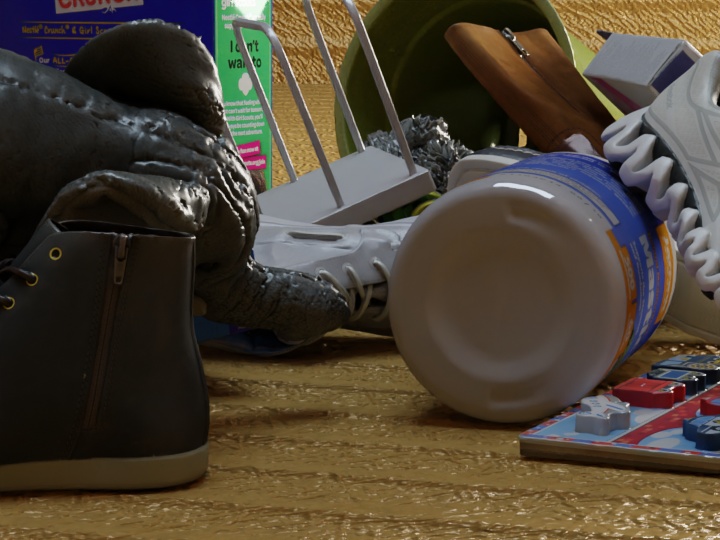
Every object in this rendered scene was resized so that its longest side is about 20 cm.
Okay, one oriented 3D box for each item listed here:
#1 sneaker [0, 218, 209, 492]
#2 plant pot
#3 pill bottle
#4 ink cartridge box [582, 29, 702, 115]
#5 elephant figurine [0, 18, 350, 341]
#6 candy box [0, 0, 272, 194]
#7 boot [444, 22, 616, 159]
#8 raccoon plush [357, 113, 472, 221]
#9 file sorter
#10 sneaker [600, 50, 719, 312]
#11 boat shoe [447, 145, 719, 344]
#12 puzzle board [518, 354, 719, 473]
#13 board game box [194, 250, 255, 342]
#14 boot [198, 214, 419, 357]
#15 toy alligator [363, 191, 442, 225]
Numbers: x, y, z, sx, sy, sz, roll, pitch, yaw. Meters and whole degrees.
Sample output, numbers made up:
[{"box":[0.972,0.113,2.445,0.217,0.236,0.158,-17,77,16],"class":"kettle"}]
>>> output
[{"box":[-0.161,0.033,1.025,0.198,0.107,0.075,-2,8,-12],"class":"sneaker"},{"box":[0.113,-0.109,1.857,0.199,0.202,0.189,5,-4,33],"class":"plant pot"},{"box":[0.091,0.002,1.219,0.111,0.113,0.200,2,9,18],"class":"pill bottle"},{"box":[0.222,-0.063,1.517,0.196,0.043,0.200,42,-2,-11],"class":"ink cartridge box"},{"box":[-0.107,-0.040,1.113,0.198,0.143,0.155,-1,-3,2],"class":"elephant figurine"},{"box":[-0.144,-0.098,1.623,0.168,0.202,0.077,4,9,28],"class":"candy box"},{"box":[0.120,-0.075,1.487,0.069,0.200,0.188,-47,-21,30],"class":"boot"},{"box":[0.035,-0.011,1.561,0.199,0.097,0.134,-36,37,-21],"class":"raccoon plush"},{"box":[-0.084,-0.070,1.470,0.199,0.125,0.139,-25,13,-9],"class":"file sorter"},{"box":[0.185,-0.026,1.168,0.075,0.081,0.200,28,23,-45],"class":"sneaker"},{"box":[0.144,-0.023,1.347,0.199,0.074,0.060,20,46,16],"class":"boat shoe"},{"box":[0.175,0.062,1.128,0.150,0.018,0.200,3,9,26],"class":"puzzle board"},{"box":[-0.167,0.012,1.241,0.199,0.045,0.152,-14,20,-21],"class":"board game box"},{"box":[-0.010,0.016,1.338,0.198,0.074,0.096,1,24,15],"class":"boot"},{"box":[0.000,0.000,1.458,0.199,0.055,0.059,-22,9,-3],"class":"toy alligator"}]
